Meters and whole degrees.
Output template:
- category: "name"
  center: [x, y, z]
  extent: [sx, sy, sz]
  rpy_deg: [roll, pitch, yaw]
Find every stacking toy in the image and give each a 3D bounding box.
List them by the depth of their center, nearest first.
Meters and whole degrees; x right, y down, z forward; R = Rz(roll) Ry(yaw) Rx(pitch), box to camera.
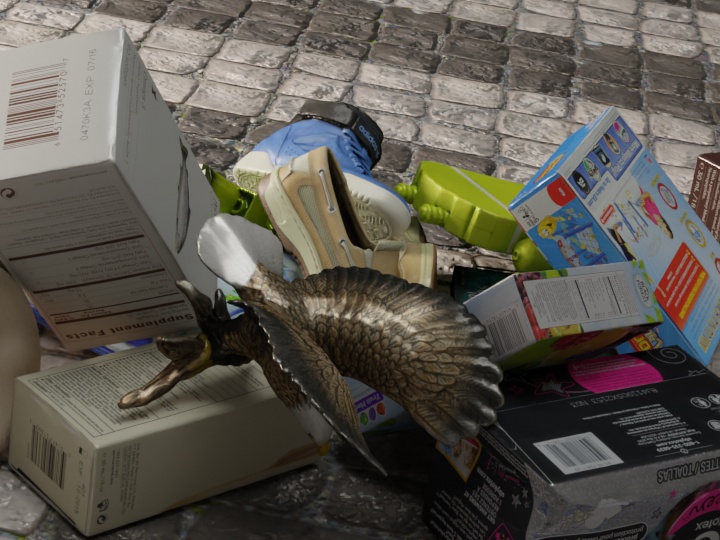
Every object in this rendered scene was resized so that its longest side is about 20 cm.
- category: "stacking toy"
  center: [-0.331, 0.056, 1.233]
  extent: [0.200, 0.147, 0.146]
  rpy_deg: [6, 19, 34]

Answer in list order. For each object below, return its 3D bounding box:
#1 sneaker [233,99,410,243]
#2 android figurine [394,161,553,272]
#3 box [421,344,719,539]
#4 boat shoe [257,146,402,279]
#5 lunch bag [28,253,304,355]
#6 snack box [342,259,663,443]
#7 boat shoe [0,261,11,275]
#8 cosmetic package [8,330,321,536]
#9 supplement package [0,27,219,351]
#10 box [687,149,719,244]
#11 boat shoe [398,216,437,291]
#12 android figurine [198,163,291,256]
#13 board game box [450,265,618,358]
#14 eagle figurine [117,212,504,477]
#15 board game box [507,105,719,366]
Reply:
- category: "sneaker"
  center: [-0.009, -0.091, 1.524]
  extent: [0.200, 0.077, 0.111]
  rpy_deg: [15, 55, 49]
- category: "android figurine"
  center: [0.122, -0.045, 1.572]
  extent: [0.200, 0.041, 0.182]
  rpy_deg: [9, 21, -35]
- category: "box"
  center: [0.163, 0.141, 1.202]
  extent: [0.200, 0.115, 0.132]
  rpy_deg: [-8, 31, -29]
- category: "boat shoe"
  center: [0.000, 0.000, 1.371]
  extent: [0.076, 0.200, 0.072]
  rpy_deg: [-30, 1, 18]
- category: "lunch bag"
  center: [-0.153, 0.018, 1.396]
  extent: [0.200, 0.083, 0.161]
  rpy_deg: [24, 27, 29]
- category: "snack box"
  center: [0.092, 0.057, 1.264]
  extent: [0.142, 0.200, 0.053]
  rpy_deg: [-4, 70, -46]
- category: "boat shoe"
  center: [-0.336, -0.006, 1.407]
  extent: [0.067, 0.072, 0.200]
  rpy_deg: [17, 19, 29]
- category: "cosmetic package"
  center: [-0.127, 0.102, 1.233]
  extent: [0.200, 0.071, 0.105]
  rpy_deg: [-12, 33, -39]
- category: "supplement package"
  center: [-0.182, -0.051, 1.241]
  extent: [0.117, 0.200, 0.117]
  rpy_deg: [-10, 55, 11]
- category: "box"
  center: [0.394, -0.030, 1.675]
  extent: [0.075, 0.100, 0.200]
  rpy_deg: [-11, 30, -37]
- category: "boat shoe"
  center: [0.028, 0.005, 1.514]
  extent: [0.062, 0.074, 0.200]
  rpy_deg: [0, 14, -6]
- category: "android figurine"
  center: [-0.097, -0.045, 1.498]
  extent: [0.182, 0.041, 0.200]
  rpy_deg: [22, -7, 40]
- category: "board game box"
  center: [0.142, 0.055, 1.484]
  extent: [0.135, 0.028, 0.200]
  rpy_deg: [8, 24, -2]
- category: "eagle figurine"
  center: [-0.027, 0.056, 1.146]
  extent: [0.200, 0.151, 0.152]
  rpy_deg: [3, 59, 41]
- category: "board game box"
  center: [0.227, -0.021, 1.511]
  extent: [0.196, 0.056, 0.200]
  rpy_deg: [53, 29, -4]
